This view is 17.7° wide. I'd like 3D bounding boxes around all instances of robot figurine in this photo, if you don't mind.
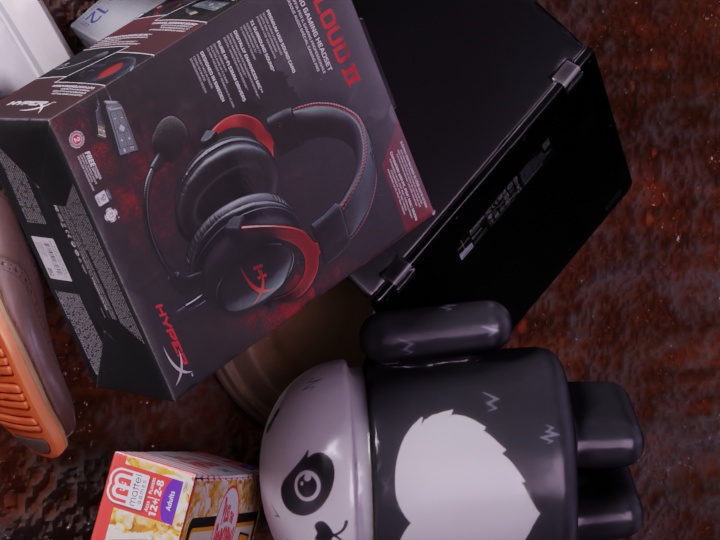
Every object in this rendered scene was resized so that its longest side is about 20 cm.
[{"bbox_3d":[0.046,0.104,1.210,0.198,0.125,0.151,-2,72,-2],"label":"robot figurine"}]

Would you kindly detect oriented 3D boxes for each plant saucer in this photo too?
[{"bbox_3d":[0.000,0.000,1.279,0.199,0.029,0.202,-4,99,-31],"label":"plant saucer"}]

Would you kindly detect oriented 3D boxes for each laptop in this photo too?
[{"bbox_3d":[0.035,-0.061,1.270,0.187,0.116,0.200,-48,145,-16],"label":"laptop"}]

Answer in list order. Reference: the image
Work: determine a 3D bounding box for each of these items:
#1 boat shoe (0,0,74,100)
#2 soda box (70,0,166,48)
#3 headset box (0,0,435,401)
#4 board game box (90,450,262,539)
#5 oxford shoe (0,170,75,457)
[{"bbox_3d":[-0.162,-0.069,1.156,0.068,0.072,0.201,-28,118,-1],"label":"boat shoe"},{"bbox_3d":[-0.048,-0.159,1.192,0.200,0.063,0.068,-43,124,-12],"label":"soda box"},{"bbox_3d":[-0.063,-0.055,1.108,0.200,0.075,0.150,-35,114,-31],"label":"headset box"},{"bbox_3d":[-0.108,0.194,1.177,0.046,0.151,0.202,15,88,12],"label":"board game box"},{"bbox_3d":[-0.169,-0.007,1.106,0.073,0.071,0.201,-31,112,-33],"label":"oxford shoe"}]
